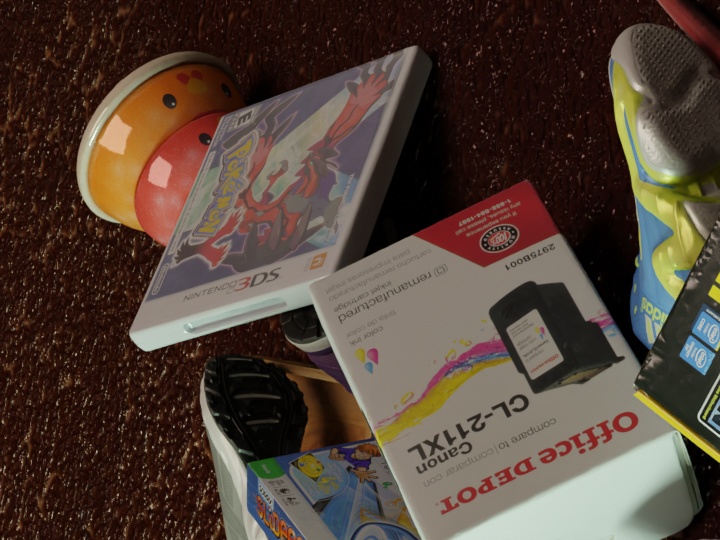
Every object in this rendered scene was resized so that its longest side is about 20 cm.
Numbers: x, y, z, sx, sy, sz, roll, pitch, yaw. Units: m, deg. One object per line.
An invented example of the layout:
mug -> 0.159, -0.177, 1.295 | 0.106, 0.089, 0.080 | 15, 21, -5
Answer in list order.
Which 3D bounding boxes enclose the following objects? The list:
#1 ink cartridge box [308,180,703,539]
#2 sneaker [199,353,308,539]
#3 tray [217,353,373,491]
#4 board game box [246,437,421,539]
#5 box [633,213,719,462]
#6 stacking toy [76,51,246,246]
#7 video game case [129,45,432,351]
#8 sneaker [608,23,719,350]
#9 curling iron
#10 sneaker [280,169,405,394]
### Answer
ink cartridge box -> 0.077, 0.068, 1.185 | 0.083, 0.145, 0.201 | 67, 177, -48
sneaker -> -0.068, 0.140, 1.429 | 0.080, 0.073, 0.201 | -59, 39, 43
tray -> -0.032, 0.115, 1.474 | 0.200, 0.037, 0.100 | 6, 90, 60
board game box -> 0.031, 0.158, 1.253 | 0.200, 0.134, 0.035 | -137, 43, -56
box -> 0.232, 0.017, 0.989 | 0.160, 0.049, 0.201 | 40, 121, 29
stacking toy -> -0.095, -0.049, 1.557 | 0.200, 0.145, 0.147 | 42, 122, 31
video game case -> -0.052, -0.047, 1.412 | 0.181, 0.023, 0.201 | -16, 40, 38
sneaker -> 0.160, -0.023, 1.129 | 0.105, 0.075, 0.201 | -47, 55, 50
curling iron -> 0.200, -0.114, 1.136 | 0.050, 0.025, 0.201 | -63, 37, 36
sneaker -> 0.000, 0.000, 1.406 | 0.075, 0.088, 0.201 | -21, 38, 28
